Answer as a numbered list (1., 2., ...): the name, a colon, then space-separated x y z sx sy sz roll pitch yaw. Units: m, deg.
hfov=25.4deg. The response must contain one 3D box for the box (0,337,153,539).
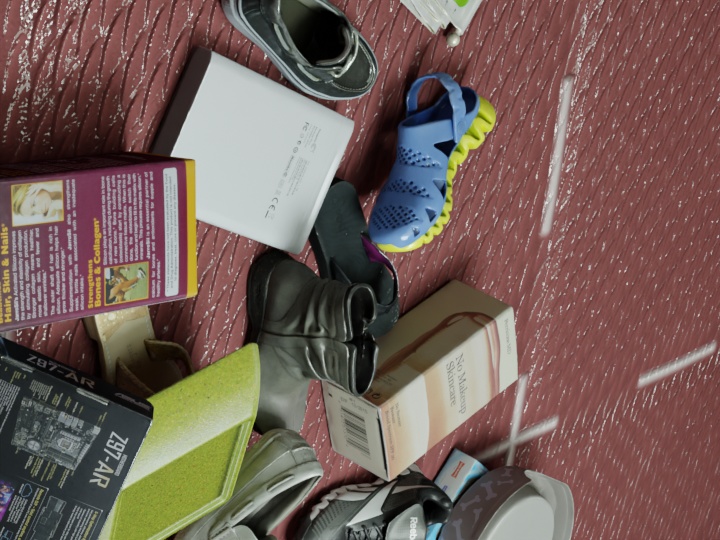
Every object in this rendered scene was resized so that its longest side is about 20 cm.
1. box: -0.268 0.162 1.200 0.159 0.044 0.201 24 98 -11

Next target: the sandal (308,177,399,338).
1. sandal: -0.001 0.000 1.513 0.075 0.048 0.201 -47 138 -22

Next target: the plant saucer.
1. plant saucer: -0.167 0.173 1.346 0.199 0.048 0.201 -28 153 -33

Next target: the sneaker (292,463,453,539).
1. sneaker: 0.021 0.259 1.646 0.199 0.090 0.067 -18 122 -43

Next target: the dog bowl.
1. dog bowl: 0.158 0.312 1.800 0.199 0.058 0.201 -27 129 -38

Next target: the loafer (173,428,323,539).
1. loafer: -0.111 0.237 1.473 0.200 0.070 0.070 -52 145 12

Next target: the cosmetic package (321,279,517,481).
1. cosmetic package: 0.063 0.109 1.616 0.200 0.087 0.104 -36 133 -32

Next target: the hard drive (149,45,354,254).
1. hard drive: -0.095 -0.098 1.369 0.200 0.027 0.133 20 94 -53

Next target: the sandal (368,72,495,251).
1. sandal: 0.055 -0.107 1.491 0.087 0.079 0.201 54 50 -44

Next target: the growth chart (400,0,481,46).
1. growth chart: 0.071 -0.296 1.462 0.200 0.018 0.145 28 87 -53

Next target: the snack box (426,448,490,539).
1. snack box: 0.131 0.295 1.837 0.117 0.037 0.200 -57 142 -9

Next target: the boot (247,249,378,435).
1. boot: -0.044 0.088 1.445 0.068 0.130 0.201 -24 127 -40

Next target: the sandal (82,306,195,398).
1. sandal: -0.174 0.089 1.344 0.078 0.069 0.213 -41 136 -27

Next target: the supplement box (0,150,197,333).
1. supplement box: -0.223 -0.025 1.194 0.199 0.085 0.111 -10 104 -45

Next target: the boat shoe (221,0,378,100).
1. boat shoe: -0.037 -0.189 1.349 0.200 0.071 0.072 24 91 -53
